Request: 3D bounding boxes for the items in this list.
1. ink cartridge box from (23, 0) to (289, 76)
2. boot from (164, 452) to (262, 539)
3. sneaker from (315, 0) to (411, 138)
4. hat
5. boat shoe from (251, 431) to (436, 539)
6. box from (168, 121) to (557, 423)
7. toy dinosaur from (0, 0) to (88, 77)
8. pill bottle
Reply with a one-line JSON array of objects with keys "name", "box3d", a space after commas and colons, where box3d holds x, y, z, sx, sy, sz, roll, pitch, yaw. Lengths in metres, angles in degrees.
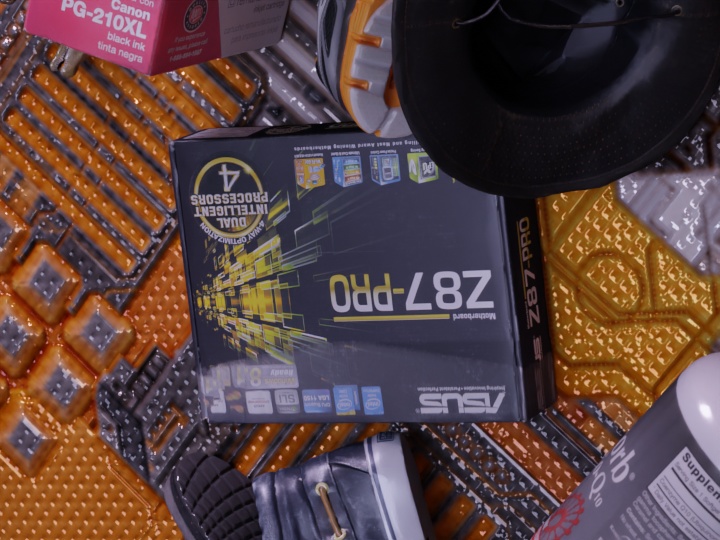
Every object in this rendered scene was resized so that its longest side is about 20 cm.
[{"name": "ink cartridge box", "box3d": [-0.087, -0.215, 1.436, 0.084, 0.145, 0.200, 21, 110, 21]}, {"name": "boot", "box3d": [-0.078, 0.214, 1.570, 0.132, 0.070, 0.200, -41, 76, 34]}, {"name": "sneaker", "box3d": [0.018, -0.172, 1.434, 0.077, 0.078, 0.200, 28, 102, 61]}, {"name": "hat", "box3d": [0.090, -0.139, 1.385, 0.081, 0.201, 0.201, 52, 128, 55]}, {"name": "boat shoe", "box3d": [0.006, 0.193, 1.506, 0.091, 0.071, 0.200, -16, 85, 8]}, {"name": "box", "box3d": [0.000, 0.000, 1.491, 0.200, 0.049, 0.161, -1, 103, 27]}, {"name": "toy dinosaur", "box3d": [-0.174, -0.212, 1.546, 0.101, 0.058, 0.200, 10, 114, 11]}, {"name": "pill bottle", "box3d": [0.181, 0.113, 1.380, 0.116, 0.116, 0.200, 46, 117, 13]}]
